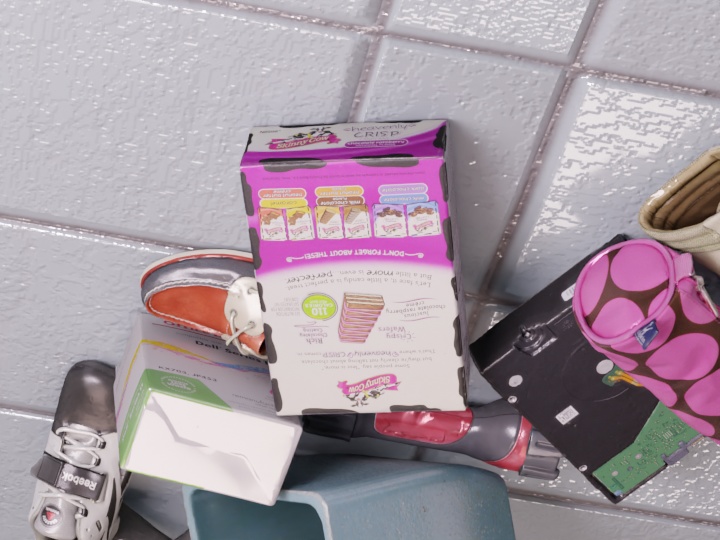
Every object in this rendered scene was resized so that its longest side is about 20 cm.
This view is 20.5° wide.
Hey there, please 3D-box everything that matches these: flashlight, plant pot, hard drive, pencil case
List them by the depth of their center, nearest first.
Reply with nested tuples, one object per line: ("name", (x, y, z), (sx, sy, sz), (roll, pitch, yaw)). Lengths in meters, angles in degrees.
("pencil case", (0.236, 0.056, 1.373), (0.094, 0.091, 0.200), (-32, 135, 25))
("hard drive", (0.186, 0.075, 1.453), (0.140, 0.038, 0.200), (-38, 129, 11))
("plant pot", (0.013, 0.233, 1.519), (0.200, 0.196, 0.196), (-14, -173, -35))
("flashlight", (0.059, 0.113, 1.534), (0.200, 0.068, 0.068), (11, 102, -4))

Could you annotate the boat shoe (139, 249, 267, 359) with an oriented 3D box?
("boat shoe", (-0.063, 0.034, 1.446), (0.200, 0.063, 0.071), (8, 144, -3))

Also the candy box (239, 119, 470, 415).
("candy box", (0.000, 0.000, 1.347), (0.136, 0.061, 0.200), (-1, 120, 8))

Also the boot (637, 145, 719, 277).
("boot", (0.300, -0.033, 1.311), (0.155, 0.072, 0.200), (33, 141, -32))

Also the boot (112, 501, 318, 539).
("boot", (-0.130, 0.214, 1.656), (0.182, 0.073, 0.200), (48, 126, -9))

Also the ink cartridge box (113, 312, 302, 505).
("ink cartridge box", (-0.117, 0.091, 1.469), (0.117, 0.200, 0.067), (16, 105, -14))

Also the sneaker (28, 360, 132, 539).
("sneaker", (-0.222, 0.168, 1.579), (0.074, 0.089, 0.200), (15, 121, 10))
